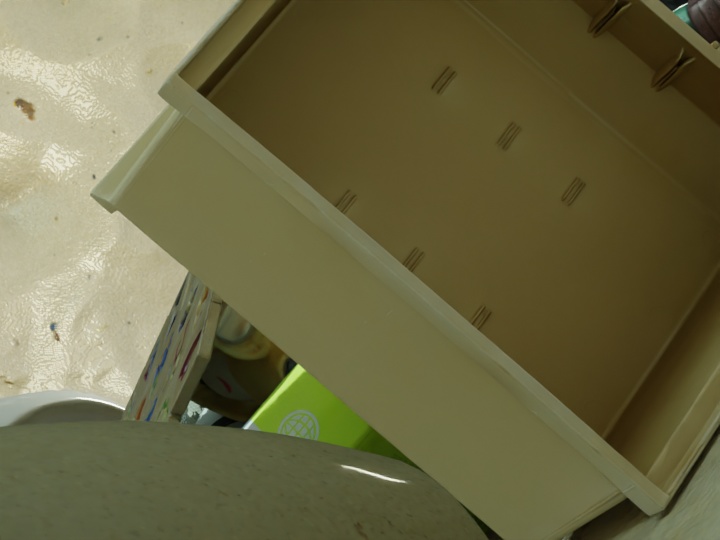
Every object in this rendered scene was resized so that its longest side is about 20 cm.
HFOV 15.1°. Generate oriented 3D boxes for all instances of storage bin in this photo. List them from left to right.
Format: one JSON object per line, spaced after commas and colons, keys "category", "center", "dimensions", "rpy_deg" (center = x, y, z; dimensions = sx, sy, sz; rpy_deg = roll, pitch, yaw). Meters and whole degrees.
{"category": "storage bin", "center": [0.051, -0.040, 0.913], "dimensions": [0.199, 0.200, 0.094], "rpy_deg": [-52, 3, -33]}

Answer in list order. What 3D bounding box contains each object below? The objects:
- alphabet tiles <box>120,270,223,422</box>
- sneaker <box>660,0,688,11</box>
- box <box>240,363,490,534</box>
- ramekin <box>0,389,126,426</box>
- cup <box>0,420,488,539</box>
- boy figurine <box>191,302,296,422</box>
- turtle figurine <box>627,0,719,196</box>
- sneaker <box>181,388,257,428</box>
{"category": "alphabet tiles", "center": [-0.090, 0.071, 1.125], "dimensions": [0.167, 0.008, 0.200], "rpy_deg": [-80, 14, -51]}
{"category": "sneaker", "center": [0.208, -0.162, 1.330], "dimensions": [0.200, 0.078, 0.086], "rpy_deg": [-34, 2, 44]}
{"category": "box", "center": [-0.026, 0.112, 0.992], "dimensions": [0.200, 0.048, 0.122], "rpy_deg": [-49, -31, 5]}
{"category": "ramekin", "center": [-0.153, 0.150, 1.335], "dimensions": [0.094, 0.202, 0.202], "rpy_deg": [-27, 19, 45]}
{"category": "cup", "center": [-0.037, 0.118, 0.689], "dimensions": [0.143, 0.200, 0.200], "rpy_deg": [-21, -9, -27]}
{"category": "boy figurine", "center": [-0.025, 0.048, 1.136], "dimensions": [0.064, 0.124, 0.200], "rpy_deg": [-53, 33, -7]}
{"category": "turtle figurine", "center": [0.106, -0.054, 1.072], "dimensions": [0.200, 0.101, 0.150], "rpy_deg": [-40, -5, 3]}
{"category": "sneaker", "center": [0.006, 0.072, 1.277], "dimensions": [0.200, 0.115, 0.076], "rpy_deg": [-15, -48, -39]}
